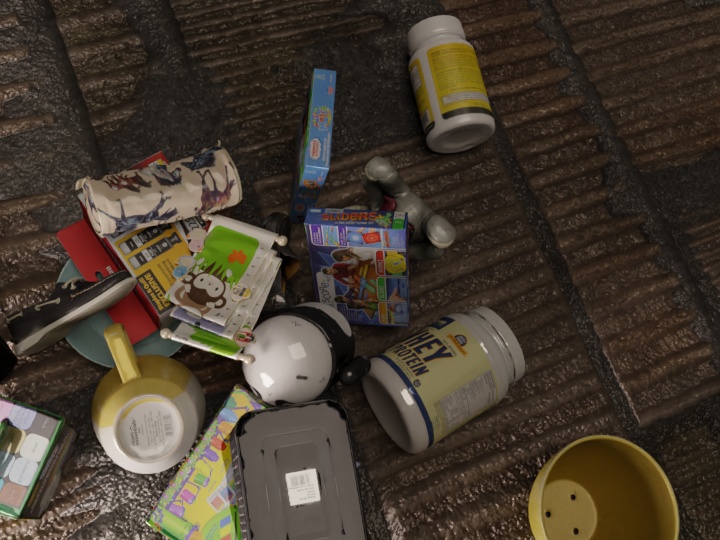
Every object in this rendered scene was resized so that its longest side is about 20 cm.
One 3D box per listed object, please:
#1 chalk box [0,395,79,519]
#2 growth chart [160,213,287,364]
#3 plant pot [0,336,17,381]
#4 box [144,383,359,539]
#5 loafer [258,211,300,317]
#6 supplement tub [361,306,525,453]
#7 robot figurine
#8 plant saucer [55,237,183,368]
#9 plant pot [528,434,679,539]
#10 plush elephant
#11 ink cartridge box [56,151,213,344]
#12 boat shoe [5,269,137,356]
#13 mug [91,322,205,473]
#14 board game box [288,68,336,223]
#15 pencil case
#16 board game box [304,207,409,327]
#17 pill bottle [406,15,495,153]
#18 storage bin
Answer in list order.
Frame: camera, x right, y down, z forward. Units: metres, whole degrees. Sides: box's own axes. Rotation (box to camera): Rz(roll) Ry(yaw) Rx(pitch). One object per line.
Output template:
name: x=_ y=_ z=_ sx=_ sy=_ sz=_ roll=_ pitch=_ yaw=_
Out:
chalk box: x=-0.430 y=0.219 z=0.942 sx=0.123 sy=0.200 sz=0.125 roll=21 pitch=68 yaw=-5
growth chart: x=-0.177 y=0.017 z=1.007 sx=0.144 sy=0.018 sz=0.200 roll=11 pitch=62 yaw=8
plant pot: x=-0.542 y=0.099 z=0.957 sx=0.177 sy=0.200 sz=0.200 roll=35 pitch=68 yaw=0
box: x=-0.140 y=0.291 z=1.025 sx=0.192 sy=0.122 sz=0.200 roll=34 pitch=68 yaw=0
loafer: x=-0.119 y=-0.008 z=1.128 sx=0.072 sy=0.073 sz=0.200 roll=-1 pitch=47 yaw=13
supplement tub: x=0.117 y=0.150 z=1.117 sx=0.200 sy=0.145 sz=0.145 roll=-28 pitch=80 yaw=-20
robot figurine: x=-0.079 y=0.112 z=1.055 sx=0.150 sy=0.200 sz=0.125 roll=-27 pitch=89 yaw=16
plant saucer: x=-0.324 y=0.043 z=1.110 sx=0.200 sy=0.039 sz=0.202 roll=4 pitch=71 yaw=-12
plant pot: x=0.315 y=0.338 z=1.100 sx=0.199 sy=0.142 sz=0.201 roll=4 pitch=72 yaw=-11
plush elephant: x=0.034 y=-0.050 z=1.167 sx=0.155 sy=0.200 sz=0.165 roll=-44 pitch=84 yaw=2
ink cartridge box: x=-0.292 y=-0.029 z=1.075 sx=0.175 sy=0.084 sz=0.200 roll=-34 pitch=82 yaw=-21
boat shoe: x=-0.379 y=0.043 z=1.022 sx=0.200 sy=0.074 sz=0.060 roll=-30 pitch=84 yaw=20
mug: x=-0.281 y=0.176 z=0.993 sx=0.186 sy=0.153 sz=0.150 roll=38 pitch=80 yaw=-11
board game box: x=-0.072 y=-0.175 z=1.151 sx=0.036 sy=0.200 sz=0.152 roll=6 pitch=71 yaw=-9
pencil case: x=-0.259 y=-0.105 z=1.021 sx=0.199 sy=0.078 sz=0.090 roll=-16 pitch=60 yaw=-20
board game box: x=0.000 y=0.000 z=1.096 sx=0.135 sy=0.200 sz=0.035 roll=4 pitch=47 yaw=7
pill bottle: x=0.142 y=-0.304 z=1.287 sx=0.114 sy=0.114 sz=0.201 roll=-8 pitch=75 yaw=-15
storage bin: x=-0.076 y=0.265 z=0.935 sx=0.135 sy=0.094 sz=0.201 roll=-6 pitch=75 yaw=-15
